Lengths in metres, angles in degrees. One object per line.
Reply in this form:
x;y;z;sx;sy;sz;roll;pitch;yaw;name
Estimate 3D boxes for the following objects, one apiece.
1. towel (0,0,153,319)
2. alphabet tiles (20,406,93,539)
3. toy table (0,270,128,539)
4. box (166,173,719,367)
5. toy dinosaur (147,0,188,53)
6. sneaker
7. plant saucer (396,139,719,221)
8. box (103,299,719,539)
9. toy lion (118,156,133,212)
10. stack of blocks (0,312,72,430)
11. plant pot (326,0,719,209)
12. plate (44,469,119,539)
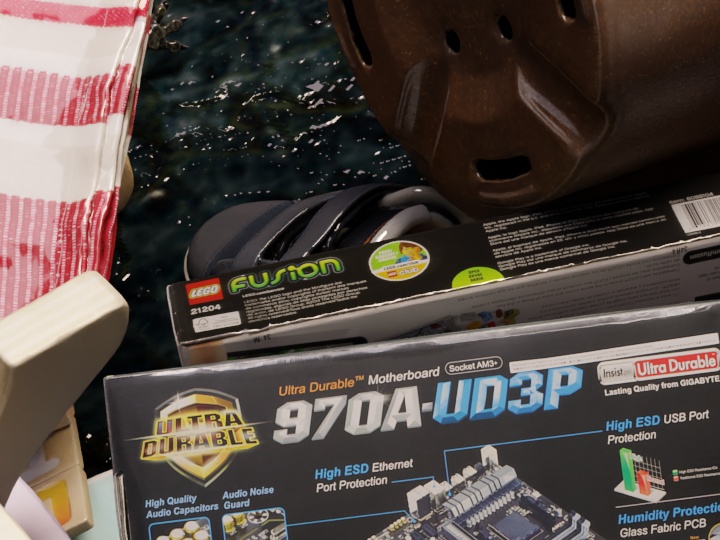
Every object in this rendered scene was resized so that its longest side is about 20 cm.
-0.156;-0.060;0.807;0.143;0.023;0.202;6;73;5;towel
-0.185;0.093;0.842;0.165;0.006;0.201;-26;36;4;alphabet tiles
-0.158;0.080;0.701;0.199;0.118;0.184;33;50;17;toy table
0.041;0.037;0.732;0.198;0.111;0.035;-11;38;-5;box
-0.139;-0.111;1.031;0.200;0.048;0.088;-42;32;-21;toy dinosaur
0.000;0.000;0.837;0.199;0.080;0.078;22;58;39;sneaker
0.100;-0.055;0.837;0.198;0.030;0.201;8;33;-5;plant saucer
0.028;0.099;0.655;0.198;0.046;0.161;-8;87;2;box
-0.196;-0.082;0.918;0.190;0.201;0.069;-8;42;-14;toy lion
-0.217;0.041;0.871;0.199;0.059;0.116;-22;37;10;stack of blocks
0.103;-0.124;0.756;0.197;0.202;0.200;-23;39;-30;plant pot
-0.069;0.146;0.751;0.198;0.026;0.201;-12;43;11;plate
